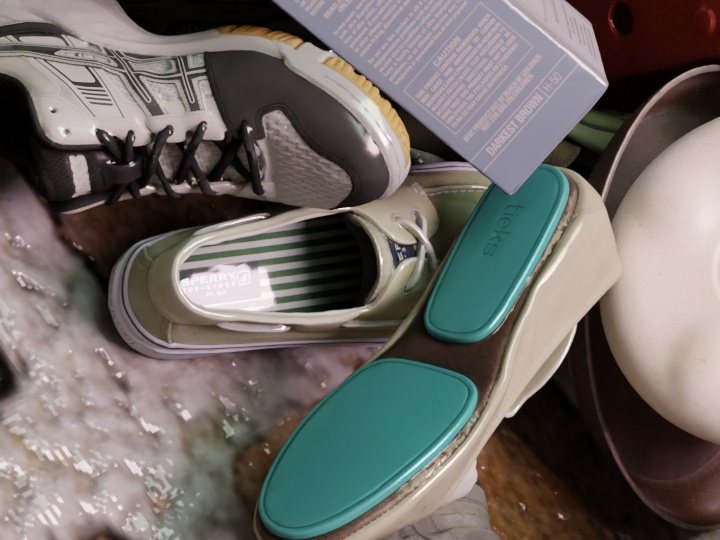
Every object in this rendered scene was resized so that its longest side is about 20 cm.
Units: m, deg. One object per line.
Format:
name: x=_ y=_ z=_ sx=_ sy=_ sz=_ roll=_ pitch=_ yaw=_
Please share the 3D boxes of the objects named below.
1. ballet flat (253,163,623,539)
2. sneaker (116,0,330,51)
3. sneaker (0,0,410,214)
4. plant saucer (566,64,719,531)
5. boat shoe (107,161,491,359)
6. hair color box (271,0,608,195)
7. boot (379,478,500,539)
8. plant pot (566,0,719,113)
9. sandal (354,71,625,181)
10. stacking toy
ballet flat: x=0.036 y=0.047 z=0.980 sx=0.069 sy=0.069 sz=0.200 roll=42 pitch=66 yaw=-5
sneaker: x=-0.030 y=-0.147 z=1.079 sx=0.199 sy=0.076 sz=0.114 roll=-34 pitch=98 yaw=-18
sneaker: x=-0.080 y=-0.049 z=0.980 sx=0.199 sy=0.076 sz=0.088 roll=15 pitch=48 yaw=24
plant saucer: x=0.144 y=0.011 z=1.126 sx=0.200 sy=0.032 sz=0.201 roll=-5 pitch=97 yaw=-50
boat shoe: x=0.000 y=0.000 z=1.022 sx=0.199 sy=0.062 sz=0.072 roll=-13 pitch=92 yaw=-27
hair color box: x=-0.001 y=-0.124 z=0.991 sx=0.200 sy=0.061 sz=0.099 roll=39 pitch=15 yaw=-11
boot: x=0.062 y=0.133 z=1.007 sx=0.200 sy=0.068 sz=0.131 roll=7 pitch=50 yaw=-37
plant pot: x=0.173 y=-0.168 z=1.196 sx=0.176 sy=0.200 sz=0.201 roll=-13 pitch=92 yaw=-35
sandal: x=0.057 y=-0.046 z=1.120 sx=0.200 sy=0.080 sz=0.058 roll=15 pitch=68 yaw=-31
stacking toy: x=0.188 y=0.031 z=1.089 sx=0.200 sy=0.146 sz=0.147 roll=52 pitch=20 yaw=-62
